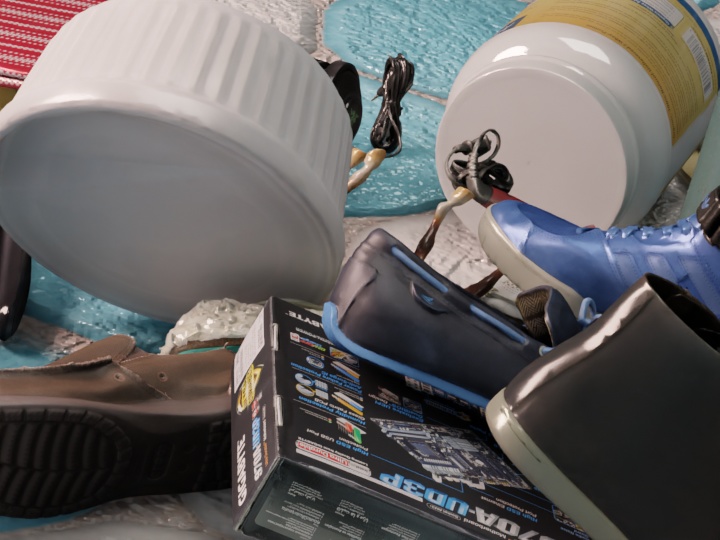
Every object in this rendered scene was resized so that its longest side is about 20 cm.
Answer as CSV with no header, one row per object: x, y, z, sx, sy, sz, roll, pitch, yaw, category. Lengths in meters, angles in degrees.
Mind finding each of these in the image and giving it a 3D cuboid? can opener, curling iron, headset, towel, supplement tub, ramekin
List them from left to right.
-0.207,-0.028,1.423,0.063,0.079,0.200,4,39,3,can opener
-0.204,-0.145,1.543,0.144,0.023,0.200,11,22,18,towel
-0.095,-0.062,1.335,0.201,0.203,0.095,13,59,7,ramekin
-0.043,-0.117,1.588,0.199,0.094,0.123,19,-5,-44,headset
0.124,-0.025,1.455,0.200,0.026,0.050,29,52,-33,curling iron
0.137,-0.099,1.573,0.144,0.145,0.200,17,27,16,supplement tub

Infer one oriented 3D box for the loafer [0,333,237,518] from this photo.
-0.130,0.072,1.229,0.199,0.073,0.071,3,38,-34,loafer

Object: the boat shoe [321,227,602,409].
0.082,0.038,1.202,0.199,0.069,0.084,22,0,-22,boat shoe

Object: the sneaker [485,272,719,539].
0.162,0.094,1.152,0.200,0.106,0.075,39,19,-24,sneaker

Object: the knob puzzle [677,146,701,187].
0.299,-0.075,1.698,0.218,0.031,0.220,-5,27,3,knob puzzle

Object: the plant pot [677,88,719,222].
0.255,-0.013,1.383,0.199,0.197,0.200,7,26,-3,plant pot

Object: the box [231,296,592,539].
0.037,0.100,1.192,0.199,0.046,0.159,23,23,-15,box

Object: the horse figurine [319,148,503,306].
0.000,0.000,1.399,0.200,0.133,0.050,29,-12,33,horse figurine

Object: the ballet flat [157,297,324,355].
-0.006,0.040,1.307,0.199,0.072,0.072,5,26,10,ballet flat

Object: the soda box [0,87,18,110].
-0.165,-0.081,1.532,0.199,0.064,0.068,20,27,20,soda box

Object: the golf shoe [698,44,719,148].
0.187,-0.134,1.730,0.199,0.079,0.097,9,14,12,golf shoe

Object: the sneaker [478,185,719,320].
0.163,-0.014,1.287,0.199,0.112,0.077,31,23,20,sneaker

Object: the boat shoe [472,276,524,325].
0.111,0.062,1.339,0.069,0.071,0.200,-9,27,-20,boat shoe
